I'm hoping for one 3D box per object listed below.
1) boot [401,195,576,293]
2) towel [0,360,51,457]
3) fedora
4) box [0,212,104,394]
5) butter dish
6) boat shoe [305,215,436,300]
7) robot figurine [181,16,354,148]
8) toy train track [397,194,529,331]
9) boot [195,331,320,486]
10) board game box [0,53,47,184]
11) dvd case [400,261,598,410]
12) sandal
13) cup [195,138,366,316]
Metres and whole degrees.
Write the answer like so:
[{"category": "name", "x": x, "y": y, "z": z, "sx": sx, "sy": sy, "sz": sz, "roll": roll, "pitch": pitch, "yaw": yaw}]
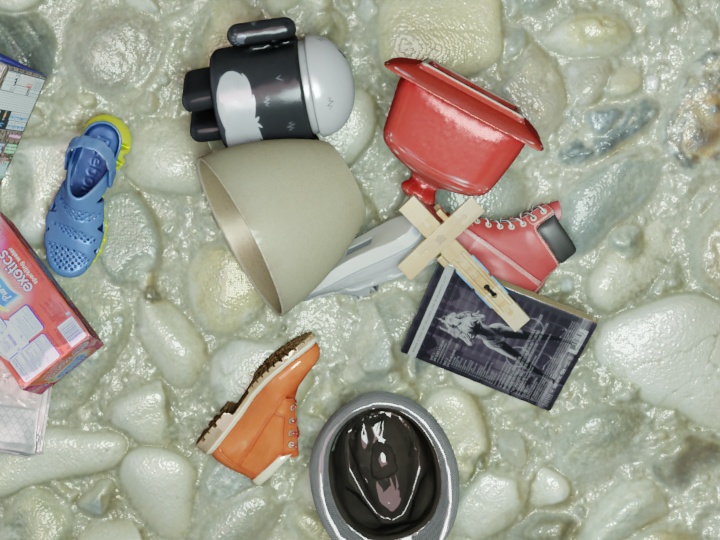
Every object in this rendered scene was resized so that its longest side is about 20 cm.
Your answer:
[{"category": "boot", "x": 0.156, "y": -0.056, "z": 1.499, "sx": 0.200, "sy": 0.072, "sz": 0.145, "roll": 41, "pitch": 94, "yaw": -10}, {"category": "towel", "x": -0.478, "y": 0.124, "z": 1.548, "sx": 0.198, "sy": 0.032, "sz": 0.193, "roll": 7, "pitch": 94, "yaw": 0}, {"category": "fedora", "x": 0.029, "y": 0.245, "z": 1.513, "sx": 0.175, "sy": 0.090, "sz": 0.202, "roll": -18, "pitch": 87, "yaw": 1}, {"category": "box", "x": -0.405, "y": 0.036, "z": 1.481, "sx": 0.102, "sy": 0.095, "sz": 0.200, "roll": -39, "pitch": 83, "yaw": -7}, {"category": "butter dish", "x": 0.096, "y": -0.145, "z": 1.435, "sx": 0.198, "sy": 0.200, "sz": 0.149, "roll": 27, "pitch": 103, "yaw": 0}, {"category": "boat shoe", "x": 0.000, "y": 0.000, "z": 1.491, "sx": 0.199, "sy": 0.072, "sz": 0.069, "roll": -27, "pitch": 116, "yaw": 23}, {"category": "robot figurine", "x": -0.105, "y": -0.207, "z": 1.469, "sx": 0.198, "sy": 0.150, "sz": 0.126, "roll": -9, "pitch": 77, "yaw": 3}, {"category": "toy train track", "x": 0.118, "y": -0.010, "z": 1.429, "sx": 0.115, "sy": 0.033, "sz": 0.200, "roll": -42, "pitch": 105, "yaw": 10}, {"category": "boot", "x": -0.098, "y": 0.168, "z": 1.524, "sx": 0.107, "sy": 0.075, "sz": 0.200, "roll": 39, "pitch": 103, "yaw": -4}, {"category": "board game box", "x": -0.466, "y": -0.160, "z": 1.462, "sx": 0.096, "sy": 0.159, "sz": 0.202, "roll": 25, "pitch": 94, "yaw": 1}, {"category": "dvd case", "x": 0.162, "y": 0.077, "z": 1.497, "sx": 0.198, "sy": 0.016, "sz": 0.150, "roll": 21, "pitch": 127, "yaw": 0}, {"category": "sandal", "x": -0.334, "y": -0.088, "z": 1.501, "sx": 0.079, "sy": 0.087, "sz": 0.202, "roll": 14, "pitch": 96, "yaw": -1}, {"category": "cup", "x": -0.078, "y": -0.069, "z": 1.434, "sx": 0.142, "sy": 0.200, "sz": 0.202, "roll": -28, "pitch": 93, "yaw": -12}]
